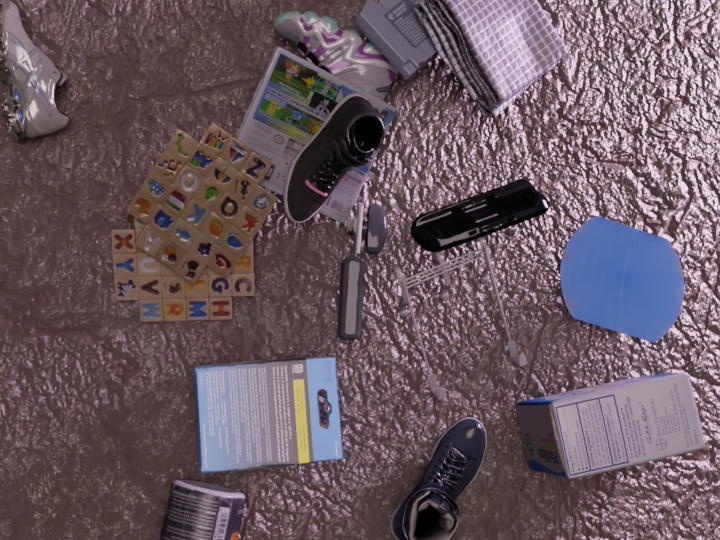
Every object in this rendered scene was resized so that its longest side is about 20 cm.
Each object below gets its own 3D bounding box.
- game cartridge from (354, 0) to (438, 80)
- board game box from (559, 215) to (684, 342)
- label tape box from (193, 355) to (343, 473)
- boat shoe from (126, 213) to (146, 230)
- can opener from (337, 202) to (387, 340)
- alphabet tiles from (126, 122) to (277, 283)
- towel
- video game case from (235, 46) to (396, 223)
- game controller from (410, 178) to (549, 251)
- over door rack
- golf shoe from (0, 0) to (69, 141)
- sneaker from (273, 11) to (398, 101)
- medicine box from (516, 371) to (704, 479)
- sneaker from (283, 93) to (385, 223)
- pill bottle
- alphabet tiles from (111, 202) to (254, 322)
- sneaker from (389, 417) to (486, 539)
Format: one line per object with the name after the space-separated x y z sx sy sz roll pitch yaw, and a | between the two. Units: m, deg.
0.085 -0.381 1.452 0.134 0.040 0.200 49 58 -3 | game cartridge
0.382 0.015 1.463 0.197 0.039 0.161 16 76 -9 | board game box
-0.128 0.199 1.374 0.196 0.063 0.147 -4 83 -6 | label tape box
-0.234 -0.106 1.405 0.199 0.072 0.073 -37 100 -8 | boat shoe
0.000 0.000 1.418 0.065 0.053 0.204 9 82 -6 | can opener
-0.217 -0.091 1.357 0.165 0.006 0.201 33 97 -14 | alphabet tiles
0.191 -0.344 1.424 0.165 0.085 0.202 -39 98 -31 | towel
-0.070 -0.188 1.397 0.197 0.022 0.185 23 96 -22 | video game case
0.172 -0.078 1.422 0.197 0.105 0.043 -20 124 -7 | game controller
0.137 0.064 1.423 0.145 0.067 0.203 -21 98 -8 | over door rack
-0.471 -0.289 1.409 0.096 0.078 0.204 -10 89 -24 | golf shoe
-0.047 -0.286 1.437 0.197 0.078 0.142 18 81 -3 | sneaker
0.337 0.212 1.358 0.196 0.182 0.105 -10 83 -7 | medicine box
-0.038 -0.148 1.353 0.070 0.099 0.202 31 94 -24 | sneaker
-0.223 0.391 1.319 0.104 0.106 0.204 12 82 -4 | pill bottle
-0.248 -0.010 1.387 0.196 0.006 0.170 -2 103 -7 | alphabet tiles
0.120 0.291 1.347 0.076 0.146 0.204 34 79 1 | sneaker
